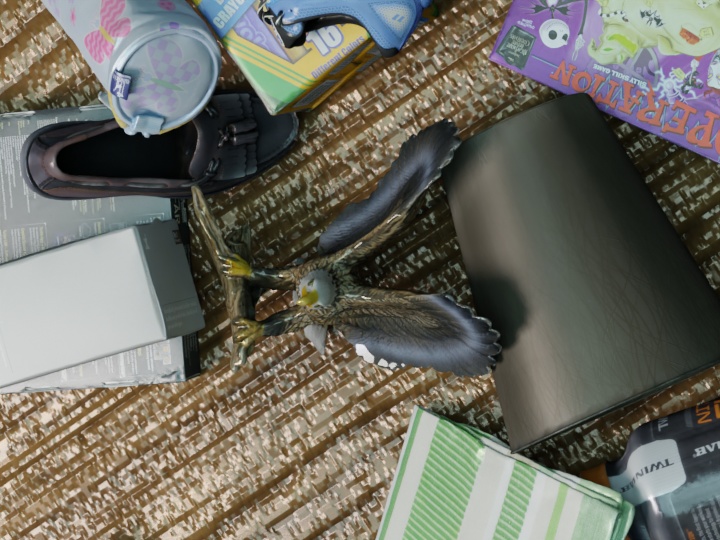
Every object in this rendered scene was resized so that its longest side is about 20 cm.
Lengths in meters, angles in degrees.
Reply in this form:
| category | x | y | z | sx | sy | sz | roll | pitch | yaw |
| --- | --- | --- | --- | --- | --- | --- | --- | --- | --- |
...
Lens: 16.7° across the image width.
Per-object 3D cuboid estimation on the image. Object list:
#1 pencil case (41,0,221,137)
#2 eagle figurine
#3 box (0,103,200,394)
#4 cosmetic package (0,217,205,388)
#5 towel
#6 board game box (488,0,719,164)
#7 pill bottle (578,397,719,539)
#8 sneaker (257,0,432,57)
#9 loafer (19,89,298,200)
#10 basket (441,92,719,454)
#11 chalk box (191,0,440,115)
| category | x | y | z | sx | sy | sz | roll | pitch | yaw |
| --- | --- | --- | --- | --- | --- | --- | --- | --- | --- |
| pencil case | -0.167 | -0.177 | 1.664 | 0.200 | 0.083 | 0.091 | 54 | 142 | 41 |
| eagle figurine | -0.001 | 0.003 | 1.633 | 0.199 | 0.152 | 0.152 | -15 | 127 | 16 |
| box | -0.202 | -0.016 | 1.747 | 0.159 | 0.044 | 0.202 | -5 | 93 | 12 |
| cosmetic package | -0.217 | 0.030 | 1.678 | 0.198 | 0.107 | 0.091 | -13 | 91 | 14 |
| towel | 0.088 | 0.191 | 1.662 | 0.199 | 0.023 | 0.154 | 24 | 100 | 43 |
| board game box | 0.200 | -0.158 | 1.666 | 0.199 | 0.032 | 0.121 | 24 | 102 | 9 |
| pill bottle | 0.248 | 0.137 | 1.635 | 0.199 | 0.106 | 0.107 | -20 | 90 | 12 |
| sneaker | -0.052 | -0.191 | 1.563 | 0.199 | 0.079 | 0.090 | 22 | 96 | 9 |
| loafer | -0.130 | -0.082 | 1.676 | 0.198 | 0.063 | 0.073 | -10 | 95 | -19 |
| basket | 0.140 | -0.004 | 1.634 | 0.179 | 0.136 | 0.201 | -23 | 84 | -15 |
| chalk box | -0.057 | -0.222 | 1.663 | 0.124 | 0.125 | 0.201 | -35 | 88 | 12 |
